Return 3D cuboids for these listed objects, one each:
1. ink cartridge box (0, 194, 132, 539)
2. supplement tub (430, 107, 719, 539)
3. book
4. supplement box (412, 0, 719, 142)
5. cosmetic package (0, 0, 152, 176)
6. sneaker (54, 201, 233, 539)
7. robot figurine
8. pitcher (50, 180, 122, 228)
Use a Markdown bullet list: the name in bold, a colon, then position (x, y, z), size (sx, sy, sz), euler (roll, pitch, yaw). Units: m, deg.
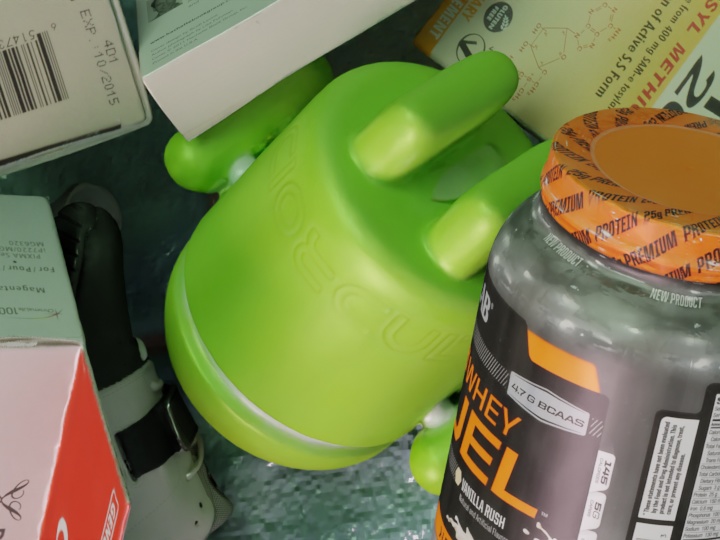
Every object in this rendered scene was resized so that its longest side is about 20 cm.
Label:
- **ink cartridge box**: position (-0.139, 0.101, 1.096), size (0.174, 0.043, 0.200), euler (-111, 29, -49)
- **supplement tub**: position (0.095, 0.052, 1.015), size (0.122, 0.122, 0.201), euler (27, 121, 31)
- **book**: position (-0.026, -0.141, 1.166), size (0.133, 0.048, 0.200), euler (-30, 26, 12)
- **supplement box**: position (0.136, -0.078, 1.110), size (0.200, 0.073, 0.126), euler (38, 93, 31)
- **cosmetic package**: position (-0.156, -0.095, 1.185), size (0.105, 0.200, 0.071), euler (-18, 107, -7)
- **sneaker**: position (-0.095, 0.071, 1.162), size (0.074, 0.088, 0.201), euler (-149, 61, -69)
- **robot figurine**: position (0.000, 0.000, 1.106), size (0.176, 0.116, 0.200), euler (49, 133, 5)
- **pitcher**: position (-0.217, 0.025, 1.243), size (0.199, 0.121, 0.172), euler (13, 94, 18)
